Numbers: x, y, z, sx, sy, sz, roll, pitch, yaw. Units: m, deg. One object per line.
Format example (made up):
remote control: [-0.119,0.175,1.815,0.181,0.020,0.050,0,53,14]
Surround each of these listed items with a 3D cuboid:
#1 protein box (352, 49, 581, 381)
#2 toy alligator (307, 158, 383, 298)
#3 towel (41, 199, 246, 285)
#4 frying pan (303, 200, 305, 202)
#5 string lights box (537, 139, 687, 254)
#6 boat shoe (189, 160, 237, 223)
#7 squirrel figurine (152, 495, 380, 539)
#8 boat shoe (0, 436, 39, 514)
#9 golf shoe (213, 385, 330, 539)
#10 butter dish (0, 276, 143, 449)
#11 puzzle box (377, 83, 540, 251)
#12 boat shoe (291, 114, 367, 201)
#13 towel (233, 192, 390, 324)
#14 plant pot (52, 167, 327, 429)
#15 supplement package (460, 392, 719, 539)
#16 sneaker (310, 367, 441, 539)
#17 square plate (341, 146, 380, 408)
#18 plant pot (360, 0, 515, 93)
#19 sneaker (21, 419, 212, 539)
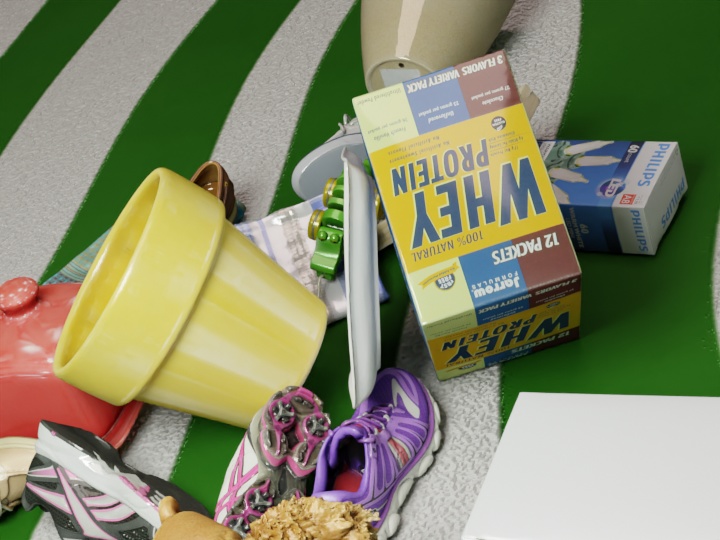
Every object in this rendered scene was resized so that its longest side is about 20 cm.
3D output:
protein box: [0.092,-0.039,1.391,0.133,0.199,0.202,-18,72,1]
toy alligator: [-0.023,-0.038,1.576,0.059,0.054,0.201,14,59,15]
towel: [-0.232,-0.022,1.762,0.146,0.022,0.200,12,44,40]
frying pan: [-0.073,-0.029,1.689,0.190,0.031,0.114,-40,39,-25]
string lights box: [0.201,-0.073,1.581,0.198,0.059,0.103,3,42,32]
boat shoe: [-0.182,-0.031,1.683,0.071,0.068,0.201,13,50,11]
squirrel figurine: [-0.079,0.229,1.161,0.200,0.188,0.141,-39,38,-29]
boat shoe: [-0.330,0.193,1.459,0.198,0.072,0.065,-5,55,12]
golf shoe: [-0.081,0.195,1.339,0.092,0.072,0.201,-46,19,50]
butter dish: [-0.298,0.073,1.539,0.198,0.149,0.200,-5,36,19]
puzzle box: [0.083,-0.097,1.625,0.199,0.025,0.133,-32,19,40]
boat shoe: [0.004,-0.137,1.763,0.201,0.075,0.086,-28,34,-18]
towel: [-0.086,0.004,1.600,0.198,0.024,0.148,-19,55,-5]
plant pot: [-0.140,0.043,1.436,0.201,0.188,0.202,-52,19,26]
supplement package: [0.195,0.179,1.170,0.198,0.112,0.156,0,37,26]
sneaker: [0.011,0.142,1.341,0.080,0.084,0.201,-4,35,21]
square plate: [0.000,0.000,1.401,0.028,0.201,0.200,-1,8,-1]
plant pot: [0.072,-0.278,1.864,0.185,0.188,0.201,-1,51,26]
sneaker: [-0.204,0.207,1.376,0.199,0.080,0.087,29,96,33]
